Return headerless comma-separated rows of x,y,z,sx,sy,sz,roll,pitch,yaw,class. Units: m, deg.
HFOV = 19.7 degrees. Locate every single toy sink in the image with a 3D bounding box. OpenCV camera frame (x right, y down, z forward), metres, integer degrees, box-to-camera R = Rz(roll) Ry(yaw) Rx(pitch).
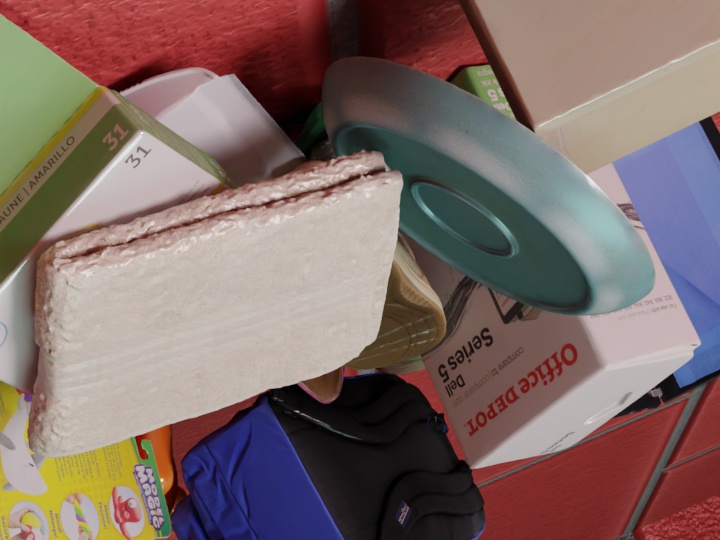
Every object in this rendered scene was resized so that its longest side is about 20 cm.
0.153,-0.149,1.021,0.199,0.131,0.112,-26,162,3,toy sink

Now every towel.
-0.071,0.015,1.024,0.199,0.035,0.133,-17,138,-27,towel

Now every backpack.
-0.023,0.160,1.455,0.167,0.163,0.200,-33,169,33,backpack

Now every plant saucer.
0.058,-0.035,1.052,0.028,0.199,0.200,-56,168,-14,plant saucer

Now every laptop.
0.175,-0.004,1.384,0.199,0.178,0.103,-8,156,-42,laptop

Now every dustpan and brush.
-0.137,-0.043,1.094,0.199,0.057,0.140,-33,153,5,dustpan and brush

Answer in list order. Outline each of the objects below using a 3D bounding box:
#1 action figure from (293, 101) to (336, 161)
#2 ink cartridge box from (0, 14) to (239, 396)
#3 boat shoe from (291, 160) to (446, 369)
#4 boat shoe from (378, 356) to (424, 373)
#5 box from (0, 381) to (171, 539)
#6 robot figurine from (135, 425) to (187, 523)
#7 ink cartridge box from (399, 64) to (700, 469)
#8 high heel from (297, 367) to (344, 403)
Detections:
-0.043,-0.040,1.210,0.118,0.055,0.200,-2,154,-47,action figure
-0.159,-0.026,0.969,0.146,0.048,0.200,-47,147,6,ink cartridge box
0.000,0.000,1.176,0.072,0.065,0.200,-19,155,7,boat shoe
0.087,0.016,1.490,0.199,0.073,0.065,-21,161,9,boat shoe
-0.186,0.104,1.121,0.048,0.118,0.199,-21,168,36,box
-0.208,0.162,1.469,0.144,0.117,0.200,-28,169,-48,robot figurine
0.094,-0.003,1.241,0.084,0.201,0.145,-9,157,-38,ink cartridge box
-0.033,0.043,1.293,0.067,0.096,0.200,-26,-179,-8,high heel
